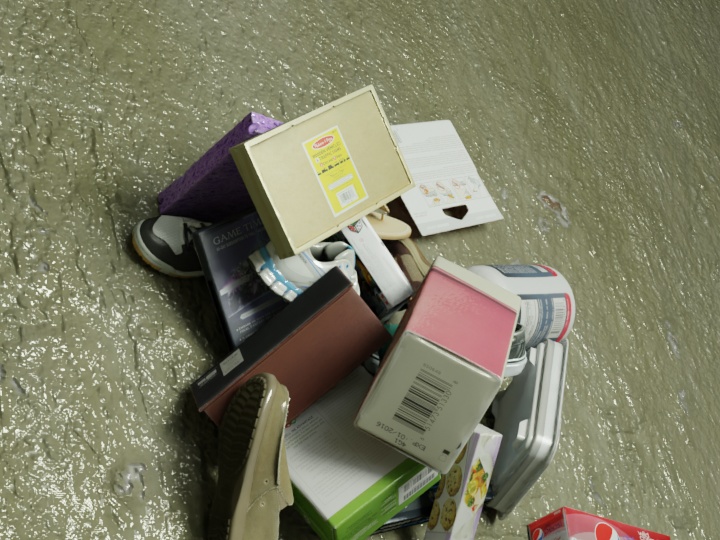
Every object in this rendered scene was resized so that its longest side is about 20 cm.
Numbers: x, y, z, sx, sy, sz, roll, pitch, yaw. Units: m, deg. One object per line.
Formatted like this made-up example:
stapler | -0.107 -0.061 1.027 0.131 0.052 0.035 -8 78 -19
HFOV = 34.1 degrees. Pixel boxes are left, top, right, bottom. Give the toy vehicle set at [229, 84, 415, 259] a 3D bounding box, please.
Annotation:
toy vehicle set | -0.035 -0.107 1.239 0.200 0.026 0.124 -31 102 -41

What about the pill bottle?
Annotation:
pill bottle | 0.179 0.052 1.549 0.200 0.120 0.120 0 62 -43

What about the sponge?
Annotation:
sponge | -0.129 -0.105 1.308 0.111 0.200 0.030 12 59 -37

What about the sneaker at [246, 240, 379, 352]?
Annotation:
sneaker | -0.025 0.019 1.280 0.200 0.087 0.075 39 10 -36

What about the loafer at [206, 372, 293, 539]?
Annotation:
loafer | -0.102 0.200 1.157 0.067 0.076 0.200 12 93 -32

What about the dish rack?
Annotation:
dish rack | 0.196 0.187 1.441 0.043 0.172 0.200 22 45 -4

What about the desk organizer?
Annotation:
desk organizer | -0.071 0.094 1.215 0.077 0.200 0.072 51 -2 -21

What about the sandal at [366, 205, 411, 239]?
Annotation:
sandal | -0.028 -0.096 1.441 0.211 0.070 0.078 13 22 -11

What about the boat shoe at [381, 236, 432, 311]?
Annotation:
boat shoe | 0.051 0.015 1.459 0.200 0.072 0.072 51 -16 55

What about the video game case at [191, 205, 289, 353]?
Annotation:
video game case | -0.097 0.028 1.297 0.143 0.019 0.200 -27 107 -38

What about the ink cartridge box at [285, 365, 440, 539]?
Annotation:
ink cartridge box | -0.031 0.178 1.253 0.148 0.076 0.200 -34 58 -21

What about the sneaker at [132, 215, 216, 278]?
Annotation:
sneaker | -0.156 -0.034 1.319 0.200 0.088 0.076 12 55 -37

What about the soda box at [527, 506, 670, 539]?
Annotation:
soda box | 0.309 0.357 1.486 0.200 0.070 0.063 21 48 -32

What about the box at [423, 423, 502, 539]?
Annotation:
box | 0.104 0.266 1.286 0.039 0.041 0.200 10 98 -41

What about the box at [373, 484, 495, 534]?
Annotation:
box | 0.052 0.213 1.365 0.200 0.046 0.159 -1 62 -43

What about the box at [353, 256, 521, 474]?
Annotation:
box | 0.083 0.092 1.213 0.109 0.128 0.200 28 25 1

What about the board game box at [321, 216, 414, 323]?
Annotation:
board game box | 0.000 0.000 1.372 0.035 0.200 0.126 -32 84 -13

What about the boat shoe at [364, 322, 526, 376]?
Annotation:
boat shoe | 0.104 0.089 1.429 0.200 0.071 0.072 -2 23 -9

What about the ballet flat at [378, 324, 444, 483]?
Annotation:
ballet flat | 0.060 0.150 1.329 0.070 0.067 0.200 -5 66 -53

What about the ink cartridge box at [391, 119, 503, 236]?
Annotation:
ink cartridge box | 0.095 -0.126 1.659 0.200 0.044 0.174 -13 72 -48
